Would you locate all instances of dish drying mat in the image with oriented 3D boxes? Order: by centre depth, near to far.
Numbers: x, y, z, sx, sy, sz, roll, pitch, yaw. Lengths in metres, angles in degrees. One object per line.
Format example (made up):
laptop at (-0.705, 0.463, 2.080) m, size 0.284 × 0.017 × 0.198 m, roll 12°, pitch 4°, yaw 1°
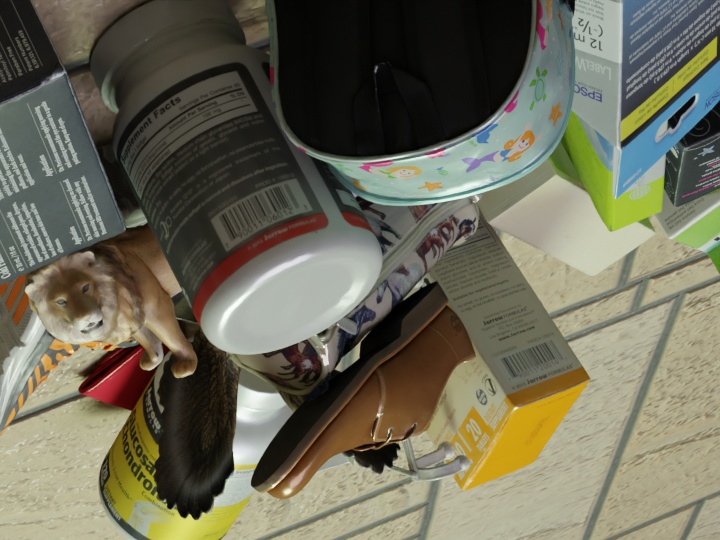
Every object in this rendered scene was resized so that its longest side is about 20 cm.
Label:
dish drying mat at (-0.137, 0.087, 1.963) m, size 0.077 × 0.018 × 0.200 m, roll -37°, pitch 153°, yaw 16°

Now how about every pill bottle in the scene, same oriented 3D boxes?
pill bottle at (-0.078, -0.060, 1.501) m, size 0.116 × 0.200 × 0.116 m, roll -23°, pitch 155°, yaw -11°
pill bottle at (-0.114, 0.118, 1.894) m, size 0.112 × 0.112 × 0.200 m, roll -9°, pitch 146°, yaw -36°

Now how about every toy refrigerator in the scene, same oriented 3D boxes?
toy refrigerator at (0.146, -0.062, 1.890) m, size 0.070 × 0.076 × 0.200 m, roll -35°, pitch 154°, yaw 17°

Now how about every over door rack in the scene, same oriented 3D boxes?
over door rack at (0.011, 0.073, 1.841) m, size 0.067 × 0.148 × 0.200 m, roll -17°, pitch -174°, yaw -26°

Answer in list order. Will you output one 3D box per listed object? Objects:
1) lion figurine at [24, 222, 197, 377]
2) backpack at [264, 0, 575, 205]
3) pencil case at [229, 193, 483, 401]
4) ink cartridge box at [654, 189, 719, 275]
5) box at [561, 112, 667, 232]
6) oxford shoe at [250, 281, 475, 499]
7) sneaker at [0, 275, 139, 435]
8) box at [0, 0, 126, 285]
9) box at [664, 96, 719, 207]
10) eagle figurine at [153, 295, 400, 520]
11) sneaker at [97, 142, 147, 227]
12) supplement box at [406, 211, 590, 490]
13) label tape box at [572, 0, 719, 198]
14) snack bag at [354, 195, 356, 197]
lion figurine at (-0.113, -0.012, 1.580) m, size 0.200 × 0.072 × 0.123 m, roll -43°, pitch 122°, yaw -21°
backpack at (0.038, -0.136, 1.432) m, size 0.177 × 0.200 × 0.151 m, roll -11°, pitch 152°, yaw 20°
pencil case at (0.000, 0.000, 1.683) m, size 0.089 × 0.078 × 0.200 m, roll -1°, pitch -146°, yaw 45°
ink cartridge box at (0.302, -0.059, 1.903) m, size 0.148 × 0.200 × 0.076 m, roll -37°, pitch 154°, yaw 20°
box at (0.163, -0.123, 1.726) m, size 0.048 × 0.122 × 0.200 m, roll -23°, pitch 156°, yaw -6°
oxford shoe at (0.008, 0.092, 1.662) m, size 0.200 × 0.071 × 0.071 m, roll -42°, pitch -170°, yaw -31°
sneaker at (-0.211, 0.055, 1.746) m, size 0.112 × 0.078 × 0.200 m, roll -6°, pitch 149°, yaw -37°
box at (-0.248, -0.067, 1.429) m, size 0.182 × 0.104 × 0.200 m, roll -25°, pitch 156°, yaw -7°
box at (0.281, -0.155, 1.777) m, size 0.200 × 0.132 × 0.115 m, roll -24°, pitch 160°, yaw -7°
eagle figurine at (-0.077, 0.065, 1.740) m, size 0.152 × 0.200 × 0.151 m, roll -22°, pitch 171°, yaw 36°
sneaker at (-0.210, -0.019, 1.600) m, size 0.200 × 0.075 × 0.082 m, roll -14°, pitch 151°, yaw -30°
supplement box at (0.070, 0.042, 1.864) m, size 0.073 × 0.200 × 0.126 m, roll -19°, pitch 154°, yaw -29°
label tape box at (0.174, -0.167, 1.574) m, size 0.143 × 0.066 × 0.200 m, roll -41°, pitch 143°, yaw -37°
snack bag at (0.051, -0.122, 1.610) m, size 0.200 × 0.021 × 0.189 m, roll -45°, pitch 177°, yaw -11°
